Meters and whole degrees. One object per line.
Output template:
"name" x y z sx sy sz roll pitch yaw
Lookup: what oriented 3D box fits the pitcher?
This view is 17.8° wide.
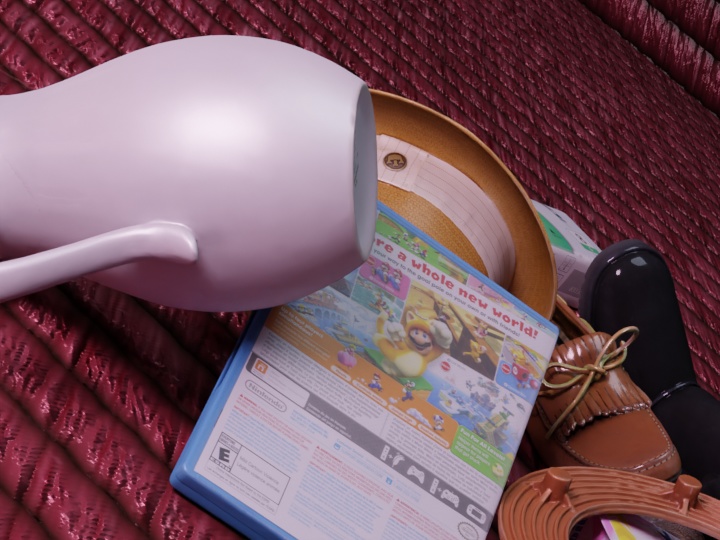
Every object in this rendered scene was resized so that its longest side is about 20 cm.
"pitcher" -0.098 -0.029 1.002 0.199 0.122 0.172 -1 31 8

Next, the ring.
"ring" 0.158 0.142 1.059 0.199 0.019 0.201 17 21 -7

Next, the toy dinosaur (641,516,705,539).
"toy dinosaur" 0.188 0.146 1.294 0.102 0.077 0.200 1 8 -8

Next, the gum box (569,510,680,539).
"gum box" 0.149 0.192 1.093 0.113 0.066 0.200 33 16 -23

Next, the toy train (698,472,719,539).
"toy train" 0.205 0.159 1.129 0.046 0.034 0.200 30 17 -25

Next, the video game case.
"video game case" 0.008 0.060 1.060 0.143 0.018 0.200 34 47 -11

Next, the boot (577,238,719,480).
"boot" 0.215 0.091 1.377 0.200 0.065 0.165 46 -23 47

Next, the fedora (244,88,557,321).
"fedora" 0.000 0.000 1.185 0.200 0.201 0.082 36 46 -7

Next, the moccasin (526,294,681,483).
"moccasin" 0.130 0.065 1.365 0.202 0.073 0.078 -118 -164 -56

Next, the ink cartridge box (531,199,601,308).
"ink cartridge box" 0.086 -0.060 1.724 0.161 0.050 0.200 18 27 -52
